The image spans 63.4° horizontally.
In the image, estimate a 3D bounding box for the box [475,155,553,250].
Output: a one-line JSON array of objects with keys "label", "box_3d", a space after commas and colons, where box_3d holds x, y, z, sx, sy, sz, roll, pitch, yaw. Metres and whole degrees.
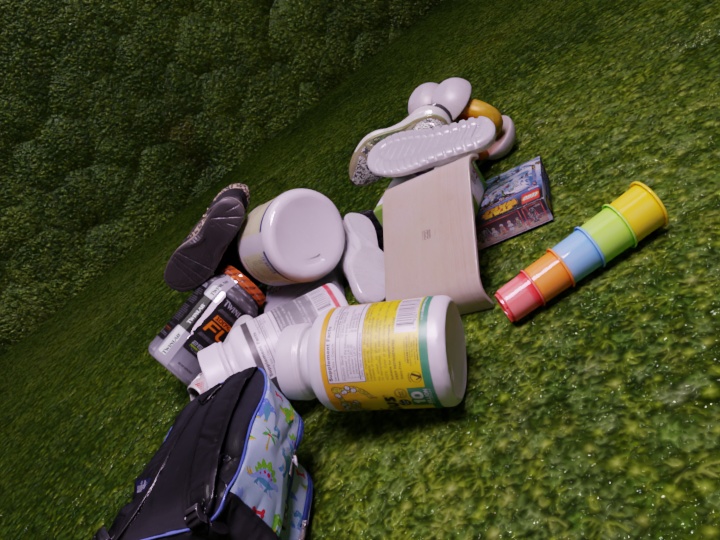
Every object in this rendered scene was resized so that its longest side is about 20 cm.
[{"label": "box", "box_3d": [0.186, -0.086, 0.875, 0.197, 0.040, 0.138, -23, 25, 28]}]

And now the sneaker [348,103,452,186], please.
[{"label": "sneaker", "box_3d": [0.057, -0.182, 0.921, 0.197, 0.077, 0.090, -29, 38, 31]}]

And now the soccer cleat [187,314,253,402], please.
[{"label": "soccer cleat", "box_3d": [-0.196, 0.153, 0.817, 0.067, 0.085, 0.205, -3, 64, 41]}]

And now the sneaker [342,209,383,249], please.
[{"label": "sneaker", "box_3d": [0.035, -0.087, 1.052, 0.197, 0.077, 0.087, 1, 28, 46]}]

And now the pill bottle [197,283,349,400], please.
[{"label": "pill bottle", "box_3d": [-0.101, 0.109, 0.759, 0.196, 0.116, 0.114, -25, 21, -13]}]

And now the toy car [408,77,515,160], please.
[{"label": "toy car", "box_3d": [0.168, -0.242, 1.060, 0.153, 0.173, 0.199, -62, 26, -1]}]

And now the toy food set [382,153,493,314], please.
[{"label": "toy food set", "box_3d": [0.103, -0.039, 0.774, 0.141, 0.060, 0.206, -16, 67, 38]}]

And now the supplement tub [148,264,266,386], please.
[{"label": "supplement tub", "box_3d": [-0.262, 0.097, 1.020, 0.202, 0.123, 0.122, -53, 27, -16]}]

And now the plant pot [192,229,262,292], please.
[{"label": "plant pot", "box_3d": [-0.282, 0.011, 1.198, 0.141, 0.142, 0.200, -45, 5, -18]}]

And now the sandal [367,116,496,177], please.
[{"label": "sandal", "box_3d": [0.100, -0.164, 0.841, 0.198, 0.050, 0.084, -6, 52, 30]}]

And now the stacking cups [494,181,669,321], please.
[{"label": "stacking cups", "box_3d": [0.242, -0.012, 0.647, 0.198, 0.061, 0.061, -39, 23, 4]}]

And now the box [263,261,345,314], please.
[{"label": "box", "box_3d": [-0.104, 0.032, 1.058, 0.154, 0.042, 0.201, -33, 22, 9]}]

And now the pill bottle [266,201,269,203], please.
[{"label": "pill bottle", "box_3d": [-0.168, -0.107, 1.320, 0.197, 0.113, 0.113, -6, 36, 50]}]

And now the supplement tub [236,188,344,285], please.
[{"label": "supplement tub", "box_3d": [-0.126, -0.050, 0.992, 0.145, 0.146, 0.199, -45, 17, -23]}]

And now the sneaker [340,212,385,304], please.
[{"label": "sneaker", "box_3d": [0.000, 0.000, 0.954, 0.203, 0.073, 0.090, -100, 29, -48]}]

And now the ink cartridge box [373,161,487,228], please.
[{"label": "ink cartridge box", "box_3d": [0.124, -0.140, 0.921, 0.145, 0.077, 0.201, -20, 26, 36]}]

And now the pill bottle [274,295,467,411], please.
[{"label": "pill bottle", "box_3d": [0.010, 0.094, 0.636, 0.195, 0.115, 0.114, -7, 32, 21]}]

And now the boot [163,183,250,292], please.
[{"label": "boot", "box_3d": [-0.266, -0.066, 1.041, 0.201, 0.072, 0.151, -51, 16, 17]}]

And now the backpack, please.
[{"label": "backpack", "box_3d": [-0.140, 0.221, 0.612, 0.180, 0.148, 0.202, -26, 28, 24]}]
